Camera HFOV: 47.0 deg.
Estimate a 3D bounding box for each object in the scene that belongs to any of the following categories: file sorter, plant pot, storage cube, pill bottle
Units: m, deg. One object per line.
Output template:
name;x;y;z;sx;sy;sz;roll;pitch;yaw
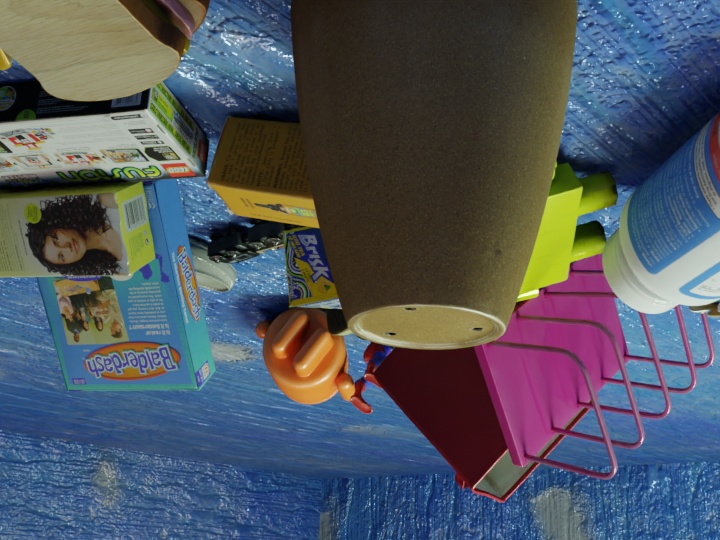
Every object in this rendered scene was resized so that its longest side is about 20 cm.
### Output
file sorter;0.230;0.081;0.787;0.199;0.141;0.124;-33;-159;-32
plant pot;0.040;-0.063;0.500;0.182;0.205;0.187;3;161;1
storage cube;0.149;0.140;0.983;0.200;0.180;0.171;-46;151;2
pill bottle;0.271;-0.041;0.641;0.110;0.115;0.200;7;155;-13

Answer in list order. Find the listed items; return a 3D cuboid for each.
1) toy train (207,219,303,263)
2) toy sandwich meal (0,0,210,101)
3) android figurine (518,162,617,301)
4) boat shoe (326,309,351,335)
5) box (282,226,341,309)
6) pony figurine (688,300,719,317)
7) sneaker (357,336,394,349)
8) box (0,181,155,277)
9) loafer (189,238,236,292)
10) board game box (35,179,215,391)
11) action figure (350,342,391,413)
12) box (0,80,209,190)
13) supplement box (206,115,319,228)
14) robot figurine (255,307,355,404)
toy train;-0.083;-0.037;0.840;0.197;0.035;0.045;-14;158;41
toy sandwich meal;-0.183;-0.165;0.436;0.200;0.072;0.206;2;161;1
android figurine;0.124;-0.026;0.724;0.196;0.042;0.184;-16;141;-4
boat shoe;0.027;0.046;1.009;0.062;0.075;0.200;6;164;-29
box;0.000;0.000;0.808;0.063;0.072;0.199;-9;173;23
pony figurine;0.397;-0.013;0.697;0.195;0.170;0.194;-14;163;-7
sneaker;0.087;0.102;1.125;0.195;0.090;0.076;1;161;5
box;-0.283;-0.035;0.729;0.195;0.077;0.050;-2;-162;17
loafer;-0.218;-0.005;0.893;0.069;0.071;0.198;-13;155;42
board game box;-0.230;0.015;0.785;0.148;0.205;0.045;-2;-161;15
action figure;0.044;0.148;1.173;0.098;0.066;0.200;32;-163;-5
box;-0.233;-0.107;0.660;0.195;0.036;0.110;-2;160;13
supplement box;-0.015;-0.070;0.645;0.195;0.070;0.067;7;162;14
robot figurine;-0.076;0.120;1.162;0.140;0.119;0.201;-1;160;2
